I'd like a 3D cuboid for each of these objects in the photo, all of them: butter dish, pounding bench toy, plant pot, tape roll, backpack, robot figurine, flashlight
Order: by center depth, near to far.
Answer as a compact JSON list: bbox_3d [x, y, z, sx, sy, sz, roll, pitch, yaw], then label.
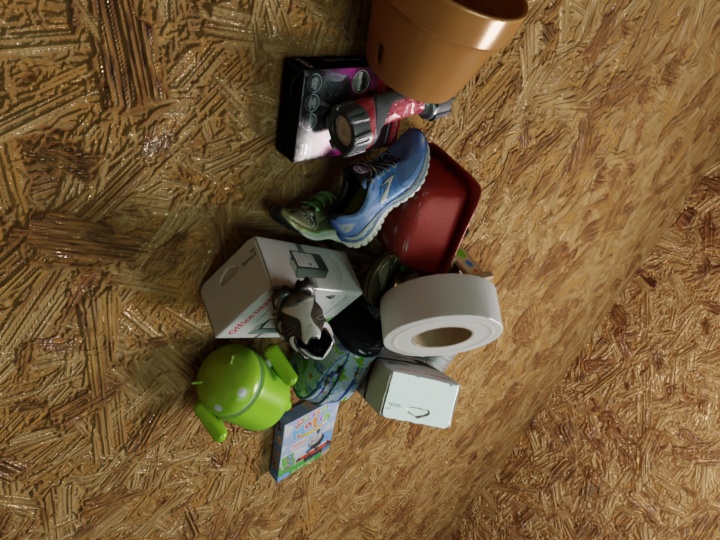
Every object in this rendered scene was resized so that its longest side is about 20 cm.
[{"bbox_3d":[0.092,-0.314,0.707,0.198,0.201,0.141,-19,153,-36],"label":"plant pot"},{"bbox_3d":[0.047,-0.213,0.755,0.198,0.068,0.069,-25,138,-32],"label":"flashlight"},{"bbox_3d":[0.076,-0.099,0.912,0.145,0.201,0.202,6,121,-26],"label":"butter dish"},{"bbox_3d":[0.130,0.079,0.916,0.198,0.072,0.203,-4,155,-2],"label":"tape roll"},{"bbox_3d":[-0.192,0.195,0.919,0.174,0.116,0.200,-35,146,1],"label":"robot figurine"},{"bbox_3d":[-0.053,0.155,1.024,0.151,0.164,0.202,-14,140,-29],"label":"backpack"},{"bbox_3d":[0.127,0.029,1.098,0.123,0.157,0.201,-10,143,-44],"label":"pounding bench toy"}]

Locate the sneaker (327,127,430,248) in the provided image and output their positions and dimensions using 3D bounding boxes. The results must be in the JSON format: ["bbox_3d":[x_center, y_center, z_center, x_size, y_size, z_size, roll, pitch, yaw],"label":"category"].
[{"bbox_3d":[0.027,-0.131,0.807,0.201,0.078,0.089,-53,140,-7],"label":"sneaker"}]

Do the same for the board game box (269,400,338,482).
[{"bbox_3d":[-0.125,0.366,1.235,0.150,0.037,0.203,-20,135,-36],"label":"board game box"}]

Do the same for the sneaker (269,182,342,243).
[{"bbox_3d":[-0.060,-0.095,0.847,0.199,0.076,0.090,2,108,-56],"label":"sneaker"}]

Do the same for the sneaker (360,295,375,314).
[{"bbox_3d":[0.051,0.102,1.145,0.095,0.079,0.201,-44,146,-11],"label":"sneaker"}]

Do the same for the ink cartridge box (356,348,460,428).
[{"bbox_3d":[0.074,0.209,1.036,0.142,0.200,0.086,14,93,-20],"label":"ink cartridge box"}]

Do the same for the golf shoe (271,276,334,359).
[{"bbox_3d":[-0.077,0.091,0.776,0.077,0.096,0.201,-24,158,-5],"label":"golf shoe"}]

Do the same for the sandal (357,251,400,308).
[{"bbox_3d":[0.025,0.013,0.924,0.082,0.054,0.200,-53,170,-5],"label":"sandal"}]

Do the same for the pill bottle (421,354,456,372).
[{"bbox_3d":[0.153,0.212,1.337,0.201,0.114,0.113,-53,146,6],"label":"pill bottle"}]

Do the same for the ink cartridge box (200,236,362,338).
[{"bbox_3d":[-0.117,0.033,0.839,0.145,0.085,0.198,-39,153,29],"label":"ink cartridge box"}]

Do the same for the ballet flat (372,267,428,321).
[{"bbox_3d":[0.079,0.044,1.021,0.069,0.070,0.200,-2,148,-47],"label":"ballet flat"}]

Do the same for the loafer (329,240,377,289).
[{"bbox_3d":[0.000,0.000,0.989,0.070,0.075,0.199,-55,146,3],"label":"loafer"}]

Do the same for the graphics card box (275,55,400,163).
[{"bbox_3d":[-0.020,-0.228,0.768,0.198,0.051,0.127,-18,135,-38],"label":"graphics card box"}]

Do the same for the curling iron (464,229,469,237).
[{"bbox_3d":[0.163,-0.099,1.121,0.049,0.026,0.199,-23,155,31],"label":"curling iron"}]
